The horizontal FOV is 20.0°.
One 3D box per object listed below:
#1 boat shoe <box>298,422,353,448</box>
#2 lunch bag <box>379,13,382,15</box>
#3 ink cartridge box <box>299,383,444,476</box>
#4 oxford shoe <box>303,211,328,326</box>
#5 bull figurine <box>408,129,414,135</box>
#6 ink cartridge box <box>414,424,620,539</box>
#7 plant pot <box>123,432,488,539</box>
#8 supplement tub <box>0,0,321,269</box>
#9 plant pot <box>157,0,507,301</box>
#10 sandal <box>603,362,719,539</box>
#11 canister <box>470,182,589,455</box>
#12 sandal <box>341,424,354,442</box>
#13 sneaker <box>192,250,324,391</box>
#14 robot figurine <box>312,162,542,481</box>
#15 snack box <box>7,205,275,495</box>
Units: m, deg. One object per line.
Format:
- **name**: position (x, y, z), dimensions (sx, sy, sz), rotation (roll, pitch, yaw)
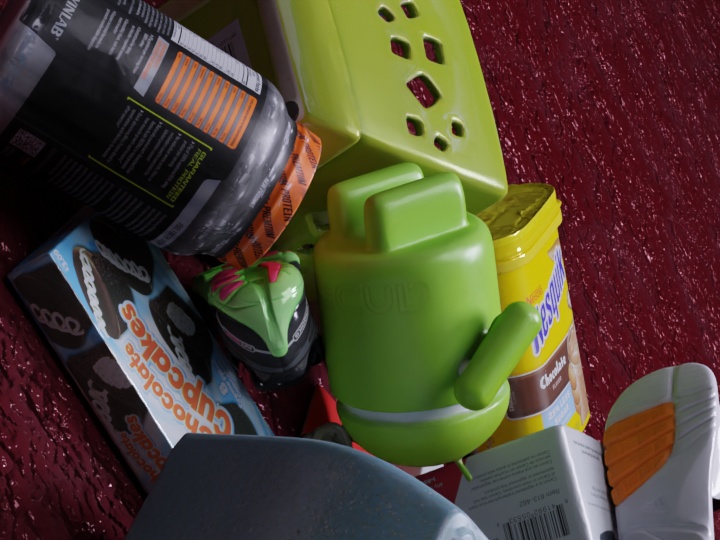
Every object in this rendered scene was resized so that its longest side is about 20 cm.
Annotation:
- **boat shoe**: position (-0.035, 0.181, 1.274), dimensions (0.071, 0.063, 0.200), rotation (30, 37, -21)
- **lunch bag**: position (-0.030, -0.256, 1.544), dimensions (0.136, 0.200, 0.133), rotation (-12, 75, -59)
- **ink cartridge box**: position (0.017, 0.190, 1.407), dimensions (0.176, 0.045, 0.200), rotation (54, 27, -23)
- **oxford shoe**: position (0.000, 0.000, 1.512), dimensions (0.071, 0.074, 0.200), rotation (-6, 73, -64)
- **bull figurine**: position (0.010, -0.085, 1.624), dimensions (0.200, 0.065, 0.122), rotation (36, 41, -45)
- **ink cartridge box**: position (0.105, 0.221, 1.327), dimensions (0.083, 0.146, 0.200), rotation (27, 46, -59)
- **plant pot**: position (-0.011, 0.208, 1.087), dimensions (0.196, 0.200, 0.197), rotation (49, 50, -28)
- **supplement tub**: position (-0.131, -0.090, 1.221), dimensions (0.200, 0.123, 0.123), rotation (32, 35, -16)
- **plant pot**: position (-0.045, -0.113, 1.398), dimensions (0.181, 0.200, 0.199), rotation (14, 54, -50)
- **sandal**: position (0.204, 0.155, 1.333), dimensions (0.059, 0.079, 0.207), rotation (53, 33, -41)
- **canister**: position (0.121, 0.048, 1.626), dimensions (0.149, 0.086, 0.200), rotation (-46, 128, -61)
- **sandal**: position (0.037, 0.032, 1.451), dimensions (0.055, 0.082, 0.200), rotation (25, 60, -14)
- **sneaker**: position (-0.065, 0.035, 1.317), dimensions (0.200, 0.077, 0.084), rotation (-105, -179, -84)
- **robot figurine**: position (0.033, 0.036, 1.306), dimensions (0.116, 0.175, 0.200), rotation (-19, 110, -31)
- **snack box**: position (-0.128, 0.058, 1.253), dimensions (0.200, 0.037, 0.116), rotation (59, 25, -12)
